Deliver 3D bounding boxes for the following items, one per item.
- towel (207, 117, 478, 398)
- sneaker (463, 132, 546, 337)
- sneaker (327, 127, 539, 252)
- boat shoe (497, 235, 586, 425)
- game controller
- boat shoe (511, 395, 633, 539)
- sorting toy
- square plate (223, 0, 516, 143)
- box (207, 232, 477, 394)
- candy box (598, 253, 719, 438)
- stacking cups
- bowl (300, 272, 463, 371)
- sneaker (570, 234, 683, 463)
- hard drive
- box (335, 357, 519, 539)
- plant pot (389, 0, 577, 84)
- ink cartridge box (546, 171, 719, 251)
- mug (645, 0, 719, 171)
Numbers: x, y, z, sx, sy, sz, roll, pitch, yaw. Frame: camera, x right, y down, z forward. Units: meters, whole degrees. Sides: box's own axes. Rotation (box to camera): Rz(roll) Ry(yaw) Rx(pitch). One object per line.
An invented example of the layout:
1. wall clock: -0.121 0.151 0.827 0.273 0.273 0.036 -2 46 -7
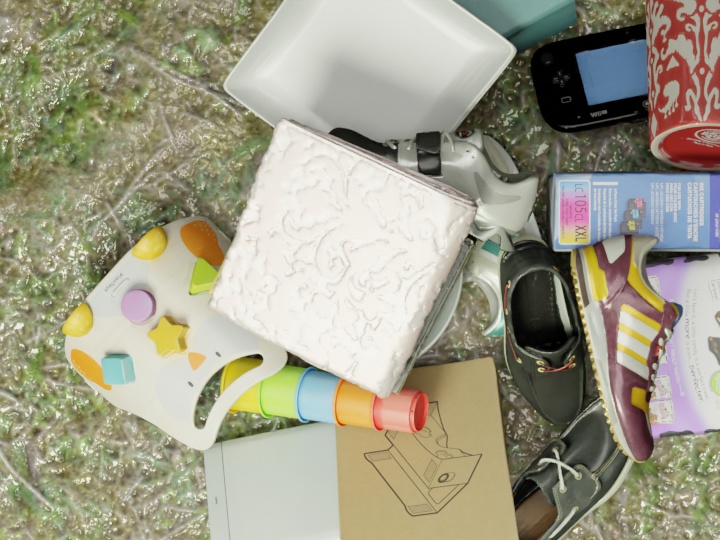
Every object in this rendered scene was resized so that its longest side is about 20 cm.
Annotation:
1. towel: -0.019 -0.012 1.473 0.190 0.032 0.201 26 111 4
2. sneaker: 0.125 -0.031 1.608 0.093 0.070 0.201 -19 89 -3
3. sneaker: 0.067 -0.098 1.496 0.199 0.074 0.089 24 107 -10
4. boat shoe: 0.172 0.068 1.566 0.073 0.063 0.202 -15 119 1
5. game controller: 0.267 -0.190 1.612 0.199 0.042 0.105 -12 52 3
6. boat shoe: 0.189 0.194 1.544 0.072 0.068 0.200 44 104 27
7. sorting toy: -0.167 0.069 1.589 0.180 0.107 0.200 42 90 17
8. square plate: 0.008 -0.186 1.531 0.200 0.028 0.198 38 107 -2
9. box: -0.015 -0.005 1.523 0.199 0.049 0.160 28 101 4
10. candy box: 0.324 0.070 1.591 0.199 0.072 0.169 -5 86 4
11. stacking cups: -0.032 0.116 1.587 0.199 0.060 0.061 4 87 23
12. bowl: 0.000 0.000 1.606 0.200 0.090 0.202 0 87 3
13. sneaker: 0.248 0.068 1.479 0.090 0.075 0.201 -14 93 8
14. hard drive: -0.047 0.208 1.598 0.199 0.027 0.132 -11 53 3
15. box: 0.058 0.179 1.566 0.163 0.021 0.201 -9 53 7
16. plant pot: 0.084 -0.255 1.594 0.199 0.141 0.142 -30 85 7
17. ink cartridge box: 0.277 -0.055 1.568 0.199 0.136 0.077 2 93 3
18. mug: 0.341 -0.203 1.521 0.176 0.133 0.201 0 70 14
